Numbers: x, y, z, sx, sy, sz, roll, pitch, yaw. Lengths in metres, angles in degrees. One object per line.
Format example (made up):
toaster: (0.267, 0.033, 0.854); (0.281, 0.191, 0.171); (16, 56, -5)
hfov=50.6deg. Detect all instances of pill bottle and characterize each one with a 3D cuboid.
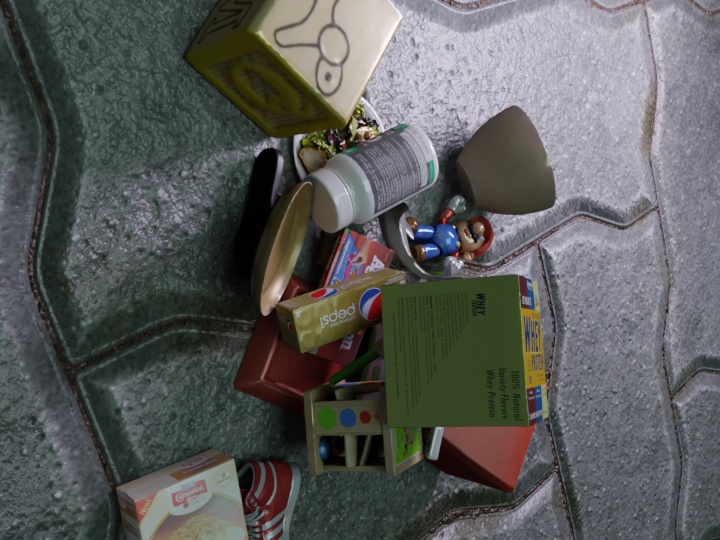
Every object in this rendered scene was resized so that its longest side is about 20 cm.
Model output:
pill bottle: (0.015, -0.142, 1.183); (0.199, 0.113, 0.114); (-30, 110, -27)

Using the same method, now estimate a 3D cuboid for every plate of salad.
plate of salad: (-0.023, -0.196, 1.242); (0.199, 0.048, 0.202); (-1, 92, -39)

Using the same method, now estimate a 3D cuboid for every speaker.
speaker: (0.043, 0.174, 1.289); (0.088, 0.088, 0.202); (20, 79, -38)

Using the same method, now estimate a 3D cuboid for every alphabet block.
alphabet block: (-0.093, -0.332, 1.083); (0.195, 0.196, 0.201); (40, 68, -32)

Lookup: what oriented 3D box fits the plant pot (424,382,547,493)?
plant pot: (0.176, 0.249, 1.345); (0.175, 0.199, 0.201); (31, 72, -25)

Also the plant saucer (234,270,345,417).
plant saucer: (-0.082, 0.126, 1.215); (0.199, 0.037, 0.202); (31, 74, -36)

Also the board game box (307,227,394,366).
board game box: (-0.023, 0.044, 1.202); (0.102, 0.019, 0.202); (23, 85, -33)

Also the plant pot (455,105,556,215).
plant pot: (0.254, -0.183, 1.403); (0.133, 0.200, 0.202); (-23, 109, -2)

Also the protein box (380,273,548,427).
protein box: (0.148, 0.116, 1.077); (0.135, 0.198, 0.201); (11, 75, -65)

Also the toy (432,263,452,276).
toy: (0.140, 0.101, 1.301); (0.047, 0.115, 0.202); (10, 69, -16)

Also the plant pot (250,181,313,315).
plant pot: (-0.115, -0.034, 1.090); (0.027, 0.200, 0.202); (19, 76, 6)

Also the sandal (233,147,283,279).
sandal: (-0.140, -0.082, 1.136); (0.045, 0.075, 0.202); (21, 76, -47)

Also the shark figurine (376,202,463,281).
shark figurine: (0.075, -0.065, 1.247); (0.127, 0.090, 0.216); (-12, 71, -32)

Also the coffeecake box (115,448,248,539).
coffeecake box: (-0.241, 0.377, 1.069); (0.153, 0.073, 0.202); (-16, 101, -37)

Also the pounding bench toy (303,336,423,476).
pounding bench toy: (-0.005, 0.196, 1.153); (0.124, 0.155, 0.202); (1, 84, -66)

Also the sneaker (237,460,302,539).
sneaker: (-0.158, 0.384, 1.140); (0.112, 0.071, 0.202); (22, 70, -42)

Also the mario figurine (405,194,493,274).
mario figurine: (0.168, -0.067, 1.367); (0.199, 0.106, 0.125); (-8, 110, -35)

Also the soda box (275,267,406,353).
soda box: (-0.024, 0.057, 1.154); (0.199, 0.064, 0.068); (-19, 107, -27)

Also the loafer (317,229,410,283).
loafer: (0.000, 0.000, 1.264); (0.199, 0.073, 0.071); (32, 82, -31)

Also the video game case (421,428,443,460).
video game case: (0.111, 0.185, 1.226); (0.018, 0.143, 0.202); (12, 91, -17)
